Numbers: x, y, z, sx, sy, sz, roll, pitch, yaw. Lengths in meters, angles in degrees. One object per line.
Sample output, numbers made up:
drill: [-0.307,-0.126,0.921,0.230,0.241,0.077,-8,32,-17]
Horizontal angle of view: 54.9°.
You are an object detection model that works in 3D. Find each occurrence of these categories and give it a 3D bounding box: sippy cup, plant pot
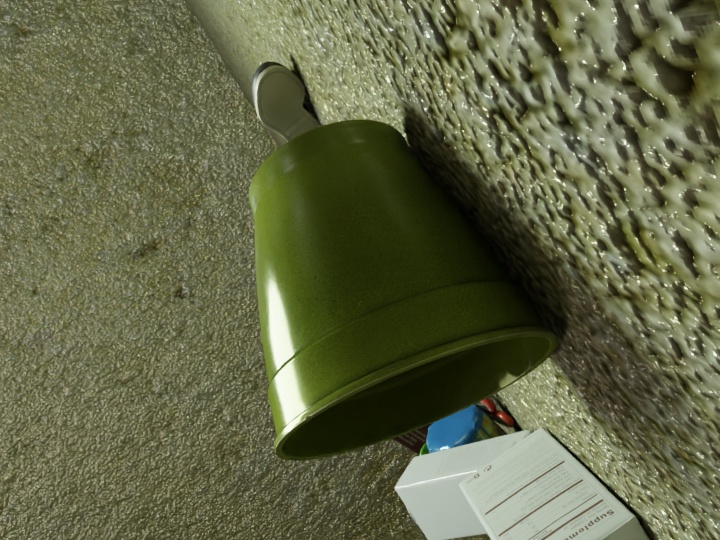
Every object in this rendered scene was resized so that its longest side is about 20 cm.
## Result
sippy cup: [0.169,0.272,1.023,0.131,0.177,0.140,52,-165,-17]
plant pot: [0.007,0.005,0.497,0.200,0.199,0.194,61,-173,-68]

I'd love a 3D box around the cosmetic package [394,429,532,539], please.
cosmetic package: [0.156,0.290,0.923,0.102,0.199,0.074,59,-141,-9]

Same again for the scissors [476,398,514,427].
scissors: [0.168,0.205,1.078,0.073,0.014,0.200,40,166,-14]

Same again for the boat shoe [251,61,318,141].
boat shoe: [-0.112,-0.232,0.937,0.063,0.073,0.200,53,-178,15]

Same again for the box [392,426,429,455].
box: [0.095,0.227,1.406,0.166,0.164,0.200,40,-170,-40]

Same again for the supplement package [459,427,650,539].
supplement package: [0.197,0.264,0.679,0.117,0.117,0.200,58,178,-12]
